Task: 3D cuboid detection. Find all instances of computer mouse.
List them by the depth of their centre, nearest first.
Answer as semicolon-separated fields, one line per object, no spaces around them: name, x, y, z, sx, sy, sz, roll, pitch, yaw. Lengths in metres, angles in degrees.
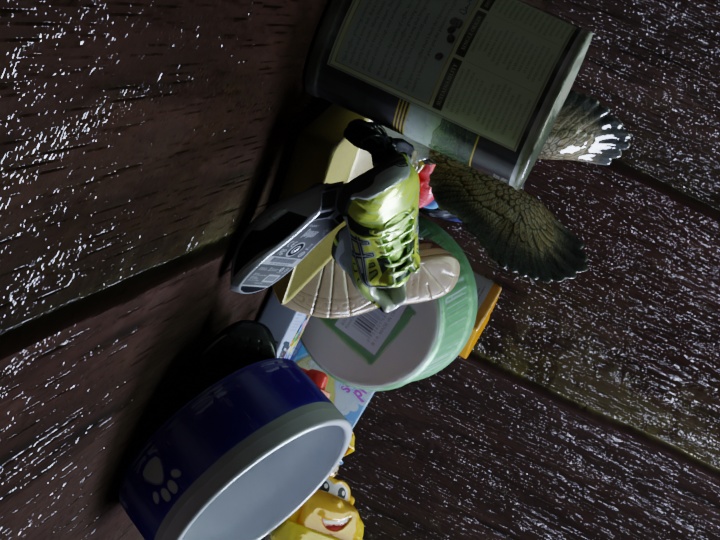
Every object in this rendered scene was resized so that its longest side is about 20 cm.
computer mouse;-0.044;-0.055;1.459;0.200;0.044;0.110;-40;163;16

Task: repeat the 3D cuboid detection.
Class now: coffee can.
coffee can;0.073;-0.174;1.441;0.147;0.200;0.146;-63;173;-13

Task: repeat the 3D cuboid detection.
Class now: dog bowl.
dog bowl;-0.108;0.170;1.492;0.200;0.079;0.200;-36;159;-16

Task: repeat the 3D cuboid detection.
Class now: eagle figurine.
eagle figurine;0.125;-0.096;1.557;0.151;0.200;0.152;-41;139;-32

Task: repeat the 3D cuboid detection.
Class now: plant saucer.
plant saucer;-0.020;-0.095;1.600;0.200;0.048;0.200;-46;163;-47

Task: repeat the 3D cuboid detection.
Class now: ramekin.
ramekin;0.022;0.038;1.920;0.200;0.200;0.098;-67;167;18

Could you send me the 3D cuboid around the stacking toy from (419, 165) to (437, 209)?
stacking toy;0.002;-0.079;1.771;0.200;0.116;0.110;-44;159;-42

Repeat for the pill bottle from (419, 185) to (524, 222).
pill bottle;0.109;-0.112;1.955;0.112;0.112;0.200;-66;160;8

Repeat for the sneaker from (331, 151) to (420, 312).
sneaker;0.026;-0.032;1.447;0.075;0.076;0.200;-30;161;-13

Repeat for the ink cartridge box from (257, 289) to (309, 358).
ink cartridge box;-0.077;0.046;1.814;0.119;0.042;0.200;15;99;-84

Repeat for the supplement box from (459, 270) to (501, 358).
supplement box;0.074;0.021;2.233;0.074;0.200;0.126;-59;173;-19

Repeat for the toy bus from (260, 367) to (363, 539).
toy bus;-0.070;0.188;1.684;0.200;0.136;0.192;11;-104;50

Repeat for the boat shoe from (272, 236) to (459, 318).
boat shoe;0.000;0.000;1.748;0.065;0.200;0.072;-128;-144;-56

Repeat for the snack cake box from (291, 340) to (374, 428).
snack cake box;-0.011;0.085;2.060;0.200;0.115;0.067;-61;177;31

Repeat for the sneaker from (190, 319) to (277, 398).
sneaker;-0.117;0.087;1.584;0.200;0.076;0.088;111;-10;-53
